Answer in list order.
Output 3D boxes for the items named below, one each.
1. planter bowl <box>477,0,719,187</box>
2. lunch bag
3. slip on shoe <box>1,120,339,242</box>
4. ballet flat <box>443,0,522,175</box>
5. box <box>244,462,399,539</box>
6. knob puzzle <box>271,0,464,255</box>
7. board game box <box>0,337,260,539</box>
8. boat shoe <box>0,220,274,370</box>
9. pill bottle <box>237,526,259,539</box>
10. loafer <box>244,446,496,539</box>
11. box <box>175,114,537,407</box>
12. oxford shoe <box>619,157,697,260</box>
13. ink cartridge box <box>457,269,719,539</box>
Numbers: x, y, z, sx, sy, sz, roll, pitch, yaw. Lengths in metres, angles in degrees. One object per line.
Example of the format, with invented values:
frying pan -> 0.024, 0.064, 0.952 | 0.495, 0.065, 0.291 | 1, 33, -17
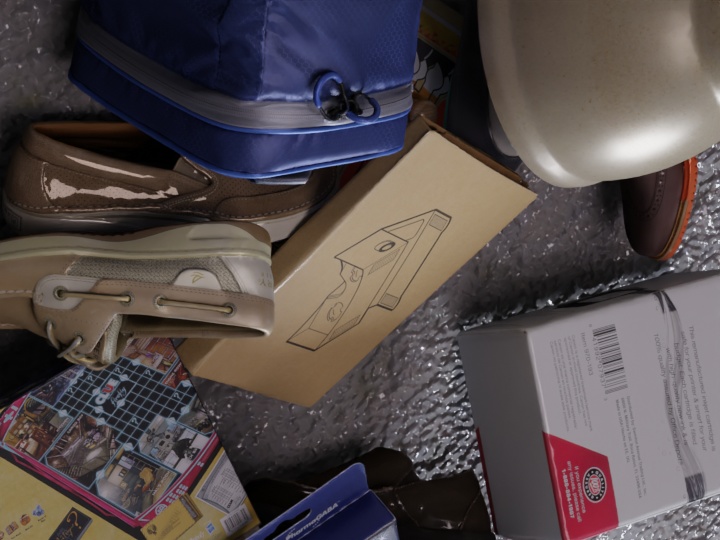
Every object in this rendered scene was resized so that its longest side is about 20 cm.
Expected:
planter bowl -> 0.175, -0.150, 1.265 | 0.200, 0.134, 0.202 | 1, 89, -56
lunch bag -> -0.056, -0.122, 1.149 | 0.135, 0.200, 0.133 | -11, 121, -36
slip on shoe -> -0.101, -0.057, 1.225 | 0.199, 0.076, 0.061 | -2, 123, -22
ballet flat -> 0.093, -0.132, 1.329 | 0.073, 0.073, 0.201 | -2, 103, -37
box -> -0.028, 0.204, 1.306 | 0.121, 0.032, 0.200 | -33, 146, -15
knob puzzle -> -0.011, -0.082, 1.321 | 0.219, 0.030, 0.221 | -18, 122, -31
board game box -> -0.164, 0.129, 1.201 | 0.200, 0.035, 0.136 | -30, 100, -33
boat shoe -> -0.145, 0.018, 1.182 | 0.199, 0.065, 0.072 | -6, 165, 1
pill bottle -> -0.162, 0.188, 1.282 | 0.199, 0.111, 0.112 | -14, 120, -33
loafer -> 0.001, 0.151, 1.432 | 0.199, 0.073, 0.072 | 11, 69, -38
box -> 0.000, 0.000, 1.301 | 0.200, 0.021, 0.163 | -43, 156, 12
oxford shoe -> 0.173, -0.097, 1.440 | 0.072, 0.071, 0.201 | -16, 113, -21
ink cartridge box -> 0.178, 0.089, 1.487 | 0.199, 0.083, 0.146 | -13, 94, -33
